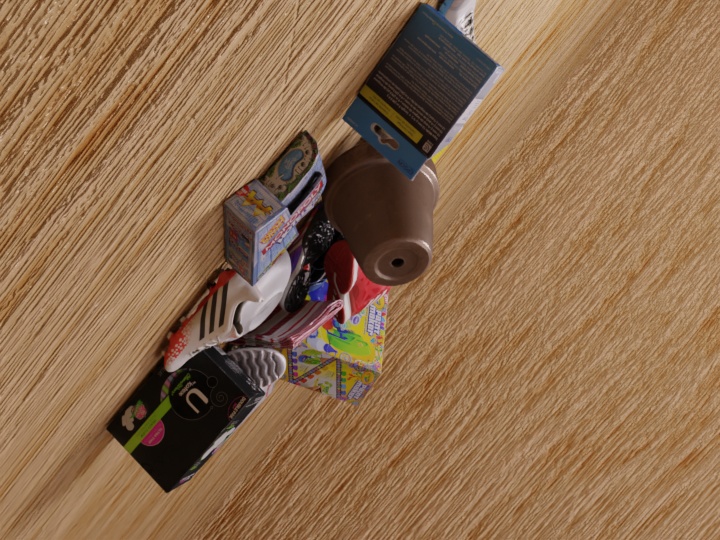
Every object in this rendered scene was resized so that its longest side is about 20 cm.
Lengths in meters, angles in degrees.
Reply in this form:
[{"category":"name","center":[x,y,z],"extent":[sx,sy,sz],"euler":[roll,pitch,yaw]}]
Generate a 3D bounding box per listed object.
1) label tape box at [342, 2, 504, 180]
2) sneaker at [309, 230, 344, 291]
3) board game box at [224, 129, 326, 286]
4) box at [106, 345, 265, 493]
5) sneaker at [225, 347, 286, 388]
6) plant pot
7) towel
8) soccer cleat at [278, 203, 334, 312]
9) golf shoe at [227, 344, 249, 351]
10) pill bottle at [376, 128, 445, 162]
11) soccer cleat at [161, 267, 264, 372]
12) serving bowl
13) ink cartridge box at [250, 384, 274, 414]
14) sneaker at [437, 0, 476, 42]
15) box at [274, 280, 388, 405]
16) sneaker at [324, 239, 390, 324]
[{"category":"label tape box","center":[0.089,-0.253,1.339],"extent":[0.201,0.143,0.066],"euler":[-52,170,20]},{"category":"sneaker","center":[-0.059,-0.053,1.745],"extent":[0.202,0.070,0.078],"euler":[-56,170,-7]},{"category":"board game box","center":[-0.116,-0.087,1.285],"extent":[0.201,0.061,0.200],"euler":[-49,173,-6]},{"category":"box","center":[-0.278,0.227,1.510],"extent":[0.201,0.148,0.124],"euler":[-48,173,1]},{"category":"sneaker","center":[-0.222,0.163,1.618],"extent":[0.196,0.076,0.082],"euler":[-8,-164,9]},{"category":"plant pot","center":[0.044,-0.079,1.490],"extent":[0.196,0.177,0.202],"euler":[-7,140,-6]},{"category":"towel","center":[-0.143,0.088,1.655],"extent":[0.197,0.023,0.144],"euler":[0,-152,42]},{"category":"soccer cleat","center":[-0.106,-0.031,1.631],"extent":[0.068,0.073,0.203],"euler":[11,104,-53]},{"category":"golf shoe","center":[-0.229,0.157,1.814],"extent":[0.201,0.076,0.088],"euler":[-55,-163,14]},{"category":"pill bottle","center":[0.106,-0.245,1.590],"extent":[0.201,0.111,0.111],"euler":[-49,172,4]},{"category":"soccer cleat","center":[-0.224,0.087,1.407],"extent":[0.201,0.085,0.069],"euler":[-51,172,12]},{"category":"serving bowl","center":[-0.178,0.045,1.534],"extent":[0.201,0.066,0.200],"euler":[-49,171,-10]},{"category":"ink cartridge box","center":[-0.278,0.285,2.011],"extent":[0.200,0.084,0.145],"euler":[-45,171,-22]},{"category":"sneaker","center":[0.152,-0.357,1.424],"extent":[0.075,0.086,0.201],"euler":[-42,168,-29]},{"category":"box","center":[-0.059,0.120,1.807],"extent":[0.123,0.189,0.203],"euler":[124,-20,-44]},{"category":"sneaker","center":[0.000,0.000,1.662],"extent":[0.114,0.079,0.202],"euler":[-28,153,-27]}]
